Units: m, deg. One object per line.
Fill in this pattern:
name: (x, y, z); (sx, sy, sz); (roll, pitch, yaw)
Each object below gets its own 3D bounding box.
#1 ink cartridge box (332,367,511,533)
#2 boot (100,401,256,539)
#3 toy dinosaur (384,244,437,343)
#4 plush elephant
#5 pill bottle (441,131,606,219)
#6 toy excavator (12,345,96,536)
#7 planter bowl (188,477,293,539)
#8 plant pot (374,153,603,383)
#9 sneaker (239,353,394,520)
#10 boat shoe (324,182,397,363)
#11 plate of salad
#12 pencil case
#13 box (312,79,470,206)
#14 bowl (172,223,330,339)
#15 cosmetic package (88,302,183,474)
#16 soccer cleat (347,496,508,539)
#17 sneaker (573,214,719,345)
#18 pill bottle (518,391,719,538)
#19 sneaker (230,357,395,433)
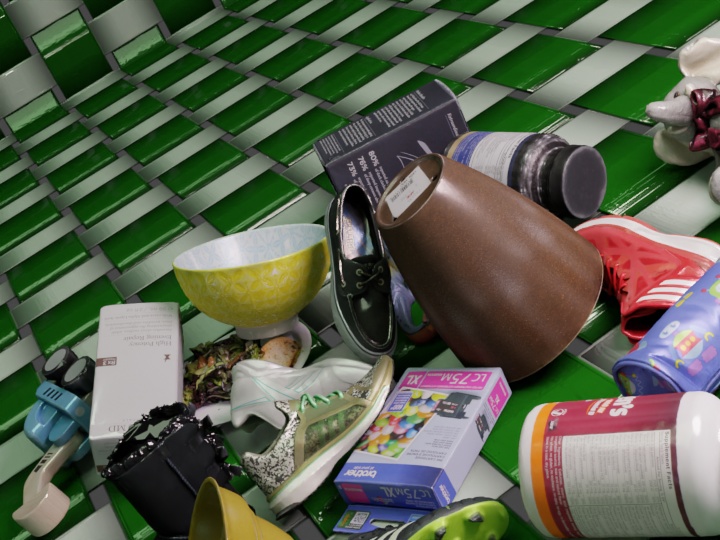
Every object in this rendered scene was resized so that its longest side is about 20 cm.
ink cartridge box: (0.056, 0.172, 1.082); (0.118, 0.042, 0.201); (-4, 37, 38)
boot: (-0.191, 0.237, 1.051); (0.073, 0.164, 0.198); (5, 41, 48)
toy dinosaur: (0.048, 0.019, 1.325); (0.104, 0.200, 0.183); (-29, 65, 1)
plush elephant: (0.397, -0.175, 1.252); (0.153, 0.167, 0.199); (16, 19, 36)
pill bottle: (0.198, -0.113, 1.366); (0.112, 0.113, 0.199); (-42, 31, -28)
toy excavator: (-0.361, 0.211, 1.347); (0.193, 0.100, 0.201); (10, 58, 53)
planter bowl: (-0.092, 0.278, 0.932); (0.082, 0.203, 0.201); (4, 21, -17)
plant pot: (0.112, -0.019, 1.127); (0.186, 0.200, 0.188); (-37, 28, 24)
sneaker: (-0.043, 0.148, 1.109); (0.200, 0.088, 0.077); (-48, 1, -21)
boat shoe: (0.000, 0.000, 1.204); (0.068, 0.057, 0.203); (-5, 65, -20)
plate of salad: (-0.153, 0.115, 1.356); (0.198, 0.048, 0.201); (-21, 28, 12)
pencil case: (0.314, 0.058, 1.002); (0.086, 0.079, 0.200); (30, 59, 36)
box: (0.057, -0.140, 1.501); (0.198, 0.149, 0.105); (-26, 26, -1)
bowl: (-0.123, 0.020, 1.363); (0.197, 0.109, 0.200); (-10, 15, 3)
cosmetic package: (-0.259, 0.135, 1.304); (0.100, 0.075, 0.202); (-4, 44, -6)
soccer cleat: (0.032, 0.242, 0.953); (0.198, 0.068, 0.081); (-30, 26, 1)
sneaker: (0.267, 0.009, 1.131); (0.199, 0.079, 0.115); (7, 41, 49)
pill bottle: (0.233, 0.153, 0.875); (0.198, 0.110, 0.110); (-9, 32, 31)
sneaker: (-0.054, 0.142, 1.215); (0.197, 0.071, 0.081); (-6, 60, 24)
